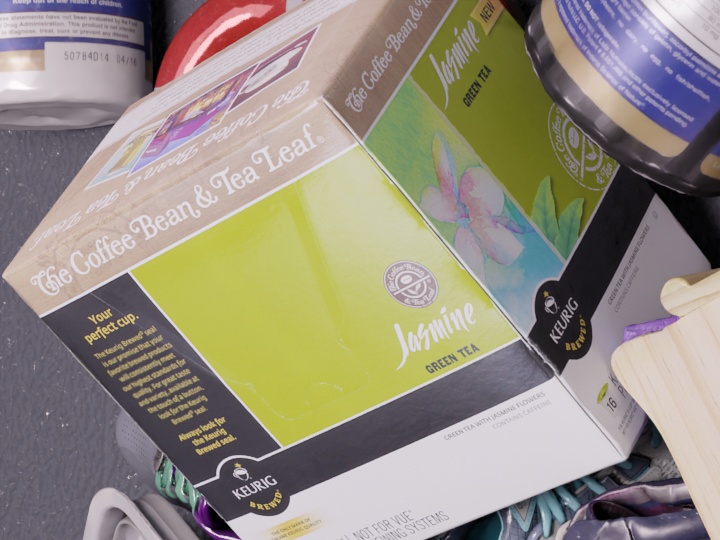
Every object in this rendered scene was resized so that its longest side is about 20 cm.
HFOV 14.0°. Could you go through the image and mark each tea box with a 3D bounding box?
[{"bbox_3d":[0.000,0.000,1.219,0.200,0.134,0.197,-26,113,40],"label":"tea box"}]

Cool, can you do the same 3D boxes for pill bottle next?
[{"bbox_3d":[-0.163,-0.176,1.492,0.111,0.111,0.200,-7,83,43],"label":"pill bottle"},{"bbox_3d":[0.164,-0.133,1.146,0.200,0.112,0.112,-50,56,27],"label":"pill bottle"}]

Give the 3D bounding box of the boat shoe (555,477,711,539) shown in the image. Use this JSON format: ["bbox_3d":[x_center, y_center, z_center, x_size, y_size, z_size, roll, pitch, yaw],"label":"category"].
[{"bbox_3d":[0.086,0.141,1.217,0.200,0.075,0.093,-15,106,16],"label":"boat shoe"}]

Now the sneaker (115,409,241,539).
[{"bbox_3d":[-0.064,0.092,1.398,0.200,0.087,0.075,16,99,43],"label":"sneaker"}]

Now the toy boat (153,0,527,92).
[{"bbox_3d":[-0.024,-0.076,1.341,0.200,0.131,0.131,4,90,43],"label":"toy boat"}]

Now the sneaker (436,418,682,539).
[{"bbox_3d":[0.095,0.094,1.248,0.200,0.086,0.078,-53,55,27],"label":"sneaker"}]

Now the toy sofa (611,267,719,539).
[{"bbox_3d":[0.189,0.085,1.139,0.098,0.083,0.200,-33,77,35],"label":"toy sofa"}]

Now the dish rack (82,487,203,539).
[{"bbox_3d":[-0.083,0.214,1.407,0.172,0.044,0.200,48,139,35],"label":"dish rack"}]
